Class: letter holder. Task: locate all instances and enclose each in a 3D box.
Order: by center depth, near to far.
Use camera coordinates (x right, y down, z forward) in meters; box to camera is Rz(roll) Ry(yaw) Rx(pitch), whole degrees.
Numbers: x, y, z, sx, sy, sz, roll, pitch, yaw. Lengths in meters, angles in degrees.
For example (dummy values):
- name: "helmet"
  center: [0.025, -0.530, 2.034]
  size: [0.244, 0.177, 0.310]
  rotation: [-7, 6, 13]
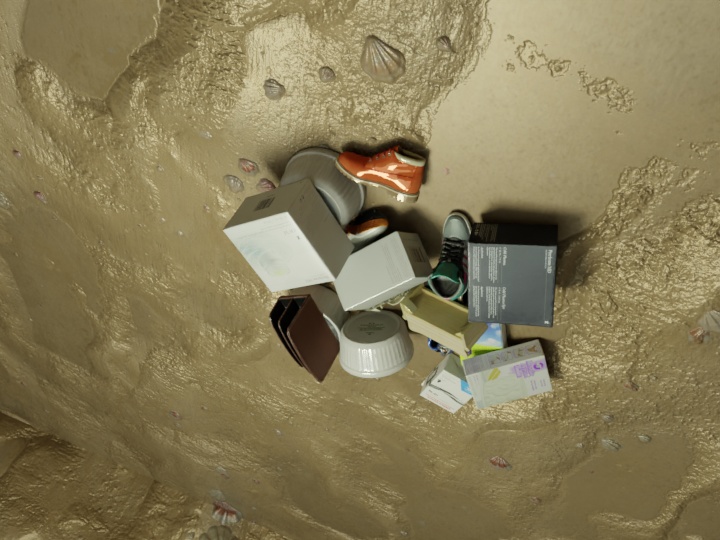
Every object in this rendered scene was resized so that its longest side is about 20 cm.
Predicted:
- name: "letter holder"
  center: [-0.155, 0.183, 1.803]
  size: [0.100, 0.142, 0.200]
  rotation: [-5, 130, 32]

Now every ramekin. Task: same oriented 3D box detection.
- name: "ramekin"
  center: [-0.097, -0.170, 1.587]
  size: [0.200, 0.105, 0.200]
  rotation: [15, 137, 14]
- name: "ramekin"
  center: [0.037, 0.184, 1.817]
  size: [0.202, 0.202, 0.094]
  rotation: [5, 123, 24]
- name: "ramekin"
  center: [-0.128, 0.130, 1.916]
  size: [0.200, 0.098, 0.201]
  rotation: [15, 137, 14]

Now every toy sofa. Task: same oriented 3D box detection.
- name: "toy sofa"
  center: [0.197, 0.115, 1.640]
  size: [0.200, 0.083, 0.098]
  rotation: [25, 150, 37]

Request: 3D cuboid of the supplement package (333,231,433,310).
- name: "supplement package"
  center: [0.048, 0.003, 1.613]
  size: [0.200, 0.117, 0.118]
  rotation: [-27, 78, 26]

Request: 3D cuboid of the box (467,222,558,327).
- name: "box"
  center: [0.327, 0.009, 1.495]
  size: [0.182, 0.104, 0.200]
  rotation: [4, 119, 16]

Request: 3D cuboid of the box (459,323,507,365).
- name: "box"
  center: [0.307, 0.169, 1.762]
  size: [0.122, 0.048, 0.200]
  rotation: [5, 134, 23]

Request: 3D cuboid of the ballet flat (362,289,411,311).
- name: "ballet flat"
  center: [0.056, 0.070, 1.789]
  size: [0.200, 0.068, 0.075]
  rotation: [-22, 135, 39]

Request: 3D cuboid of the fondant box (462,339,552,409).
- name: "fondant box"
  center: [0.372, 0.265, 1.757]
  size: [0.200, 0.058, 0.144]
  rotation: [-18, 130, 8]

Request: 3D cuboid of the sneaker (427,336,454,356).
- name: "sneaker"
  center: [0.195, 0.160, 1.736]
  size: [0.075, 0.078, 0.200]
  rotation: [56, 173, -12]

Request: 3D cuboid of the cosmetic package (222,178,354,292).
- name: "cosmetic package"
  center: [-0.158, -0.071, 1.550]
  size: [0.199, 0.123, 0.200]
  rotation: [-11, 127, 36]

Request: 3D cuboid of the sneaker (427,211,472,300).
- name: "sneaker"
  center: [0.198, -0.020, 1.532]
  size: [0.083, 0.121, 0.200]
  rotation: [6, 111, 22]

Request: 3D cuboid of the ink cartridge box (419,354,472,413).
- name: "ink cartridge box"
  center: [0.247, 0.325, 1.939]
  size: [0.116, 0.068, 0.200]
  rotation: [29, 139, -2]

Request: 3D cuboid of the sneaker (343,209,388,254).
- name: "sneaker"
  center: [0.010, -0.079, 1.659]
  size: [0.092, 0.076, 0.200]
  rotation: [39, 146, -24]

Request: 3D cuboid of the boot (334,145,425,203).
- name: "boot"
  center: [0.044, -0.230, 1.487]
  size: [0.200, 0.075, 0.107]
  rotation: [22, 124, 9]

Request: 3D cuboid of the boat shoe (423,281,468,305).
- name: "boat shoe"
  center: [0.239, 0.039, 1.645]
  size: [0.200, 0.073, 0.075]
  rotation: [0, 132, 28]
